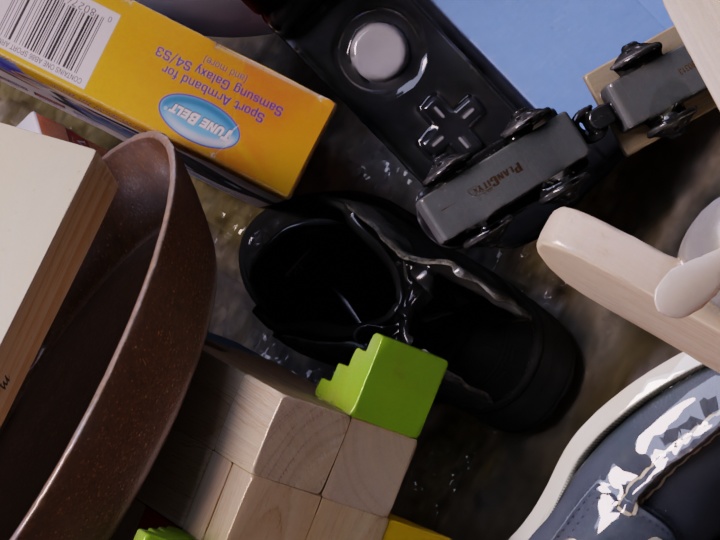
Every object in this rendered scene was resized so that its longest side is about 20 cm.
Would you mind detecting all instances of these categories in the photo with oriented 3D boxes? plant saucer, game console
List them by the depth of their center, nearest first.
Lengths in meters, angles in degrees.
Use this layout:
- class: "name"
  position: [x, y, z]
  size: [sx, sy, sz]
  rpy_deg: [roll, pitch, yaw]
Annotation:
- class: "game console"
  position: [0.057, -0.129, 0.887]
  size: [0.200, 0.119, 0.172]
  rpy_deg: [-44, 88, 4]
- class: "plant saucer"
  position: [-0.101, 0.050, 0.891]
  size: [0.200, 0.034, 0.200]
  rpy_deg: [-49, 22, 27]

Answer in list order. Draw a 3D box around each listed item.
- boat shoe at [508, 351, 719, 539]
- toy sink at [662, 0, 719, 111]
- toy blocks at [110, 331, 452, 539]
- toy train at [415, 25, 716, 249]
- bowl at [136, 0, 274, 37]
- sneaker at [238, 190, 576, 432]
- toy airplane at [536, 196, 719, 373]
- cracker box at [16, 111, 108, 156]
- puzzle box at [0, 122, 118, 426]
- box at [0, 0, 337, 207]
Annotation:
- class: "boat shoe"
  position: [0.074, 0.096, 0.865]
  size: [0.200, 0.075, 0.062]
  rpy_deg: [-44, 44, 21]
- class: "toy sink"
  position: [0.208, -0.083, 0.788]
  size: [0.200, 0.130, 0.112]
  rpy_deg: [-41, 46, 23]
- class: "toy blocks"
  position: [-0.062, 0.098, 0.891]
  size: [0.137, 0.100, 0.200]
  rpy_deg: [24, 93, 59]
- class: "toy train"
  position: [0.104, -0.063, 0.892]
  size: [0.200, 0.046, 0.034]
  rpy_deg: [-30, 88, -7]
- class: "bowl"
  position: [-0.029, -0.157, 1.000]
  size: [0.201, 0.201, 0.090]
  rpy_deg: [-53, 44, 10]
- class: "sneaker"
  position: [-0.002, 0.003, 0.963]
  size: [0.200, 0.104, 0.060]
  rpy_deg: [27, 90, 47]
- class: "toy airplane"
  position: [0.164, 0.047, 0.718]
  size: [0.199, 0.200, 0.141]
  rpy_deg: [36, 102, 51]
- class: "cracker box"
  position: [-0.160, 0.053, 1.125]
  size: [0.200, 0.058, 0.134]
  rpy_deg: [-42, 45, 20]
- class: "puzzle box"
  position: [-0.174, 0.036, 0.873]
  size: [0.133, 0.025, 0.200]
  rpy_deg: [17, 69, 22]
- class: "box"
  position: [-0.076, -0.064, 1.009]
  size: [0.041, 0.119, 0.200]
  rpy_deg: [-64, 4, -4]
